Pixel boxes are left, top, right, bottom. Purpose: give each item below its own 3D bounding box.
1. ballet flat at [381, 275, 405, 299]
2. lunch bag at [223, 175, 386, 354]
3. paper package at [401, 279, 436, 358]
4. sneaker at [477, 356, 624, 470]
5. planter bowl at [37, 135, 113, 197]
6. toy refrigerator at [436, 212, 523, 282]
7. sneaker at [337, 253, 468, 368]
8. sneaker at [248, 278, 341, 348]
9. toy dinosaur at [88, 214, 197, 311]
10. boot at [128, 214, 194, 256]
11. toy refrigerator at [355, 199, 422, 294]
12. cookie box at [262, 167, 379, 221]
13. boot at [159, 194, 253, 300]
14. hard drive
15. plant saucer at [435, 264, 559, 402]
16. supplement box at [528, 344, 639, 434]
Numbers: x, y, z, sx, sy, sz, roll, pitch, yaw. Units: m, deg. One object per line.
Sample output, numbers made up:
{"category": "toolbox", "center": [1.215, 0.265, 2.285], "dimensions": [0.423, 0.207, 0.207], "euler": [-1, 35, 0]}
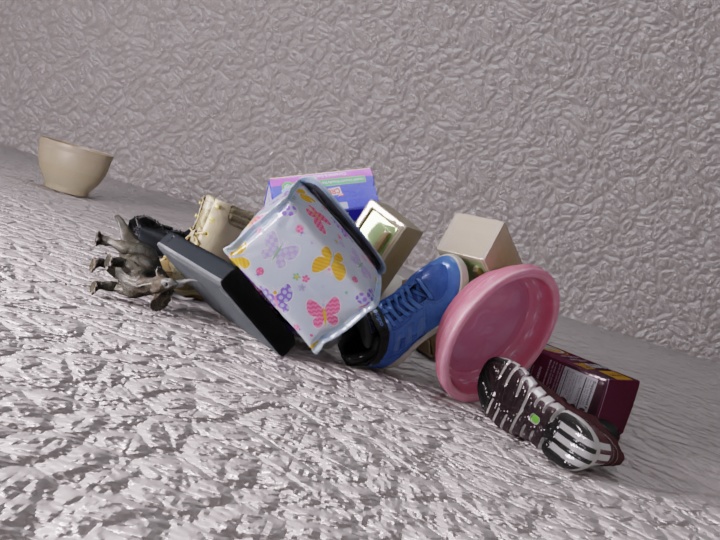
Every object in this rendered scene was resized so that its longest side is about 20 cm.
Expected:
{"category": "ballet flat", "center": [-0.001, 0.046, 1.357], "dimensions": [0.199, 0.070, 0.069], "euler": [-4, -9, 38]}
{"category": "lunch bag", "center": [-0.058, -0.022, 0.881], "dimensions": [0.170, 0.127, 0.200], "euler": [50, 12, -8]}
{"category": "paper package", "center": [0.179, 0.101, 1.257], "dimensions": [0.199, 0.104, 0.190], "euler": [15, 6, -24]}
{"category": "sneaker", "center": [0.231, 0.178, 0.849], "dimensions": [0.115, 0.076, 0.200], "euler": [19, 13, -32]}
{"category": "planter bowl", "center": [-0.814, -0.286, 1.999], "dimensions": [0.199, 0.136, 0.200], "euler": [17, 6, -2]}
{"category": "toy refrigerator", "center": [0.181, 0.013, 0.986], "dimensions": [0.076, 0.070, 0.200], "euler": [16, -26, 37]}
{"category": "sneaker", "center": [0.048, 0.056, 0.913], "dimensions": [0.111, 0.200, 0.077], "euler": [3, 47, -47]}
{"category": "sneaker", "center": [-0.118, 0.042, 0.991], "dimensions": [0.199, 0.081, 0.088], "euler": [23, 1, 30]}
{"category": "toy dinosaur", "center": [-0.301, -0.003, 0.941], "dimensions": [0.102, 0.077, 0.200], "euler": [18, 16, -37]}
{"category": "boot", "center": [-0.376, -0.068, 1.400], "dimensions": [0.167, 0.077, 0.200], "euler": [19, 10, -23]}
{"category": "toy refrigerator", "center": [0.000, 0.000, 1.069], "dimensions": [0.076, 0.201, 0.070], "euler": [40, 14, 26]}
{"category": "cookie box", "center": [-0.075, -0.079, 1.164], "dimensions": [0.170, 0.076, 0.200], "euler": [-8, -22, -18]}
{"category": "boot", "center": [-0.254, -0.039, 1.054], "dimensions": [0.199, 0.157, 0.073], "euler": [11, 7, -44]}
{"category": "hard drive", "center": [-0.175, 0.027, 0.917], "dimensions": [0.199, 0.033, 0.140], "euler": [23, -27, 51]}
{"category": "plant saucer", "center": [0.171, 0.076, 0.921], "dimensions": [0.200, 0.202, 0.051], "euler": [12, 21, -42]}
{"category": "supplement box", "center": [0.282, 0.162, 1.031], "dimensions": [0.199, 0.086, 0.110], "euler": [22, 7, 43]}
